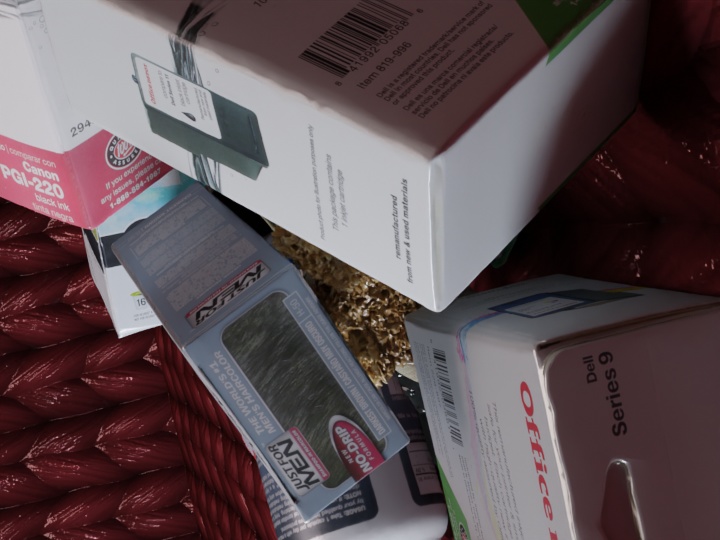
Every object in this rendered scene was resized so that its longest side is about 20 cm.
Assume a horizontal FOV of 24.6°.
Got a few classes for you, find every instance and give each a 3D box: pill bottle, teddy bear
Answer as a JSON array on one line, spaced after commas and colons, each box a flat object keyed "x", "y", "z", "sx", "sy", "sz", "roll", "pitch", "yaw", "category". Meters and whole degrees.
[{"x": -0.006, "y": 0.150, "z": 1.134, "sx": 0.120, "sy": 0.118, "sz": 0.202, "roll": 119, "pitch": 137, "yaw": -71, "category": "pill bottle"}, {"x": -0.011, "y": -0.042, "z": 0.798, "sx": 0.201, "sy": 0.066, "sz": 0.146, "roll": 70, "pitch": -166, "yaw": -51, "category": "teddy bear"}]

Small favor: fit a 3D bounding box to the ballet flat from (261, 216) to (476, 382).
[{"x": 0.000, "y": 0.000, "z": 0.895, "sx": 0.200, "sy": 0.067, "sz": 0.062, "roll": 44, "pitch": -167, "yaw": -6, "category": "ballet flat"}]

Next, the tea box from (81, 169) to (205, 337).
[{"x": -0.091, "y": -0.087, "z": 1.087, "sx": 0.134, "sy": 0.198, "sz": 0.199, "roll": -133, "pitch": 31, "yaw": -66, "category": "tea box"}]

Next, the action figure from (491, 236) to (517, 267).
[{"x": 0.055, "y": -0.064, "z": 0.821, "sx": 0.201, "sy": 0.054, "sz": 0.119, "roll": 87, "pitch": 161, "yaw": -53, "category": "action figure"}]

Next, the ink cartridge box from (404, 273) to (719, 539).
[{"x": 0.095, "y": 0.084, "z": 0.710, "sx": 0.200, "sy": 0.087, "sz": 0.147, "roll": -169, "pitch": 66, "yaw": -79, "category": "ink cartridge box"}]

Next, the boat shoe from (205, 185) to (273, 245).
[{"x": -0.043, "y": -0.060, "z": 0.985, "sx": 0.074, "sy": 0.201, "sz": 0.073, "roll": 35, "pitch": -173, "yaw": 2, "category": "boat shoe"}]

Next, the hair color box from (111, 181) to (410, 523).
[{"x": -0.053, "y": 0.030, "z": 0.775, "sx": 0.099, "sy": 0.060, "sz": 0.200, "roll": 56, "pitch": 174, "yaw": -20, "category": "hair color box"}]

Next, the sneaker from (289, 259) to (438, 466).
[{"x": 0.007, "y": 0.032, "z": 0.981, "sx": 0.073, "sy": 0.111, "sz": 0.202, "roll": -136, "pitch": 36, "yaw": -70, "category": "sneaker"}]

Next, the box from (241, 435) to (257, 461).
[{"x": -0.062, "y": 0.046, "z": 1.326, "sx": 0.103, "sy": 0.094, "sz": 0.202, "roll": -156, "pitch": 54, "yaw": -74, "category": "box"}]

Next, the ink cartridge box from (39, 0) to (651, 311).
[{"x": -0.007, "y": -0.094, "z": 0.653, "sx": 0.199, "sy": 0.147, "sz": 0.084, "roll": 29, "pitch": 145, "yaw": 27, "category": "ink cartridge box"}]

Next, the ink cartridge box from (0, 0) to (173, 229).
[{"x": -0.120, "y": -0.144, "z": 0.726, "sx": 0.084, "sy": 0.146, "sz": 0.201, "roll": 19, "pitch": 137, "yaw": 37, "category": "ink cartridge box"}]
